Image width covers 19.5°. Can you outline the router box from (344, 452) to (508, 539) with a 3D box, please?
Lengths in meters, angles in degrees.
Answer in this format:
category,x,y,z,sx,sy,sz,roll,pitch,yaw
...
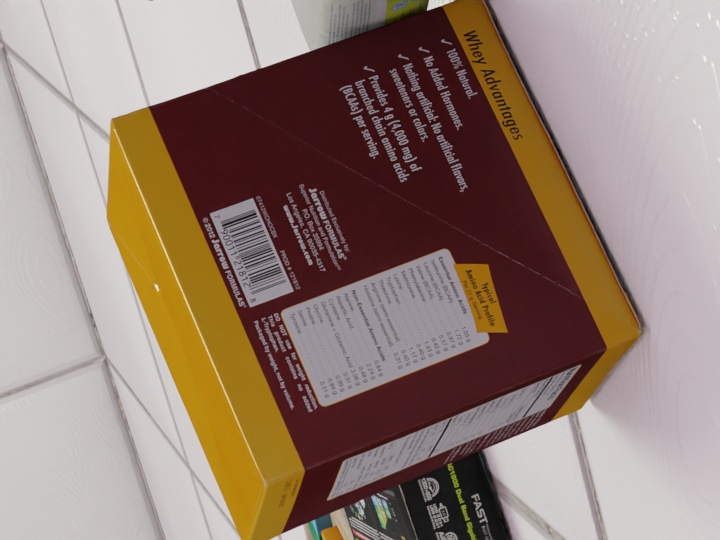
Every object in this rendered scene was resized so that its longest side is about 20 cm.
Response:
category,x,y,z,sx,sy,sz,roll,pitch,yaw
router box,0.026,0.126,1.431,0.200,0.062,0.150,-172,63,-75

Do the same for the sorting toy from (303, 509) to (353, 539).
category,x,y,z,sx,sy,sz,roll,pitch,yaw
sorting toy,-0.014,0.272,1.853,0.200,0.036,0.186,-129,23,-52

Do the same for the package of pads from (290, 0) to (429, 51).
category,x,y,z,sx,sy,sz,roll,pitch,yaw
package of pads,-0.021,-0.216,1.051,0.155,0.068,0.201,97,156,-75

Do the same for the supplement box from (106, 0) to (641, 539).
category,x,y,z,sx,sy,sz,roll,pitch,yaw
supplement box,0.000,0.000,1.056,0.133,0.199,0.198,111,137,-69
